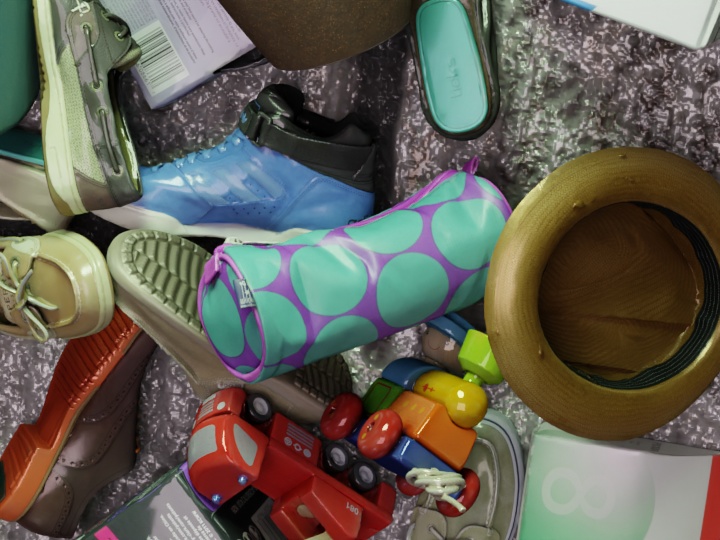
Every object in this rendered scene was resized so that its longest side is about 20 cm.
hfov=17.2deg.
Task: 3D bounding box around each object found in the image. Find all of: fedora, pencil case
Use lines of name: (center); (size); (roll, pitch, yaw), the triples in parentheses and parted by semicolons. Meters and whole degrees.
fedora: (0.152, 0.009, 1.507); (0.200, 0.082, 0.201); (-7, 105, -26)
pencil case: (0.000, 0.000, 1.514); (0.200, 0.085, 0.093); (-18, 89, -23)

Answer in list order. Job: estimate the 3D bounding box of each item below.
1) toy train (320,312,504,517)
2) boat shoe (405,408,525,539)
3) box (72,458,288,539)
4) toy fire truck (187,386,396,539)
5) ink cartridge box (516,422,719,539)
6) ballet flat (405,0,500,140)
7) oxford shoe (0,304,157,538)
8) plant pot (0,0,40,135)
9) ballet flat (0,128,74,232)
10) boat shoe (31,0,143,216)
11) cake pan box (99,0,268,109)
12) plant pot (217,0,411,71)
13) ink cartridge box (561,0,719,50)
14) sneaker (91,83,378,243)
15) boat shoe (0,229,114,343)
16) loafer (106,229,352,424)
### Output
toy train: (0.061, 0.089, 1.503); (0.085, 0.200, 0.116); (37, 82, -20)
boat shoe: (0.062, 0.191, 1.594); (0.072, 0.062, 0.201); (15, 102, 10)
box: (-0.152, 0.217, 1.616); (0.200, 0.122, 0.106); (-35, 91, 17)
toy fire truck: (-0.034, 0.180, 1.548); (0.200, 0.141, 0.049); (35, 132, -22)
ink cartridge box: (0.202, 0.196, 1.572); (0.199, 0.050, 0.161); (10, 102, 13)
ballet flat: (0.053, -0.183, 1.525); (0.068, 0.068, 0.201); (-4, 99, 13)
oxford shoe: (-0.178, 0.095, 1.640); (0.072, 0.071, 0.200); (30, 102, -26)
plant pot: (-0.279, -0.162, 1.536); (0.141, 0.200, 0.142); (6, 101, 11)
ballet flat: (-0.279, -0.079, 1.625); (0.200, 0.069, 0.070); (23, 104, 7)
boat shoe: (-0.173, -0.137, 1.537); (0.066, 0.072, 0.201); (-3, 91, 4)
cake pan box: (-0.101, -0.229, 1.562); (0.184, 0.052, 0.200); (-30, 92, 18)
plant pot: (-0.044, -0.230, 1.445); (0.186, 0.187, 0.200); (-15, 111, 15)
ink cartridge box: (0.158, -0.196, 1.431); (0.146, 0.200, 0.086); (21, 102, 8)
sneaker: (-0.086, -0.076, 1.570); (0.199, 0.077, 0.112); (12, 108, 6)
boat shoe: (-0.233, 0.013, 1.576); (0.200, 0.063, 0.074); (0, 102, 52)
loafer: (-0.096, 0.048, 1.570); (0.200, 0.076, 0.068); (37, 128, -23)
